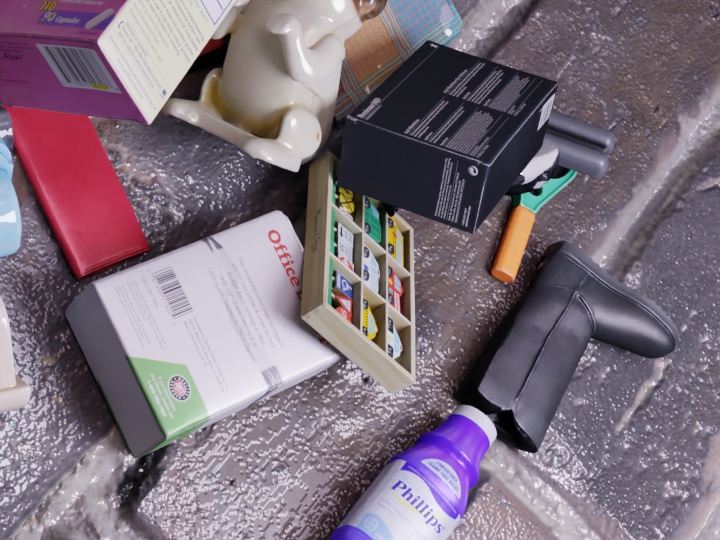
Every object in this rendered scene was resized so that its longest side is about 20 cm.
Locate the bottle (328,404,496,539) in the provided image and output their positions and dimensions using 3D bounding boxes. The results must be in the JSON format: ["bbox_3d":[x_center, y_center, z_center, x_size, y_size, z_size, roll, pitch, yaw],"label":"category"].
[{"bbox_3d":[0.052,0.205,1.555,0.084,0.065,0.200,45,58,-4],"label":"bottle"}]

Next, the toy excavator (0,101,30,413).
[{"bbox_3d":[-0.318,-0.009,1.414,0.099,0.195,0.200,-11,48,-30],"label":"toy excavator"}]

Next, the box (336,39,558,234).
[{"bbox_3d":[0.082,-0.128,1.614,0.140,0.079,0.200,22,34,14],"label":"box"}]

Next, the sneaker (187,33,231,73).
[{"bbox_3d":[-0.200,-0.227,1.588,0.200,0.067,0.109,-24,83,-36],"label":"sneaker"}]

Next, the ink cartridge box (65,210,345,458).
[{"bbox_3d":[-0.130,0.053,1.506,0.199,0.084,0.147,-22,82,-33],"label":"ink cartridge box"}]

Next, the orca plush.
[{"bbox_3d":[0.102,-0.074,1.682,0.199,0.105,0.072,-19,125,-36],"label":"orca plush"}]

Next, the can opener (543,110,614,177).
[{"bbox_3d":[0.159,-0.154,1.728,0.198,0.067,0.054,20,65,2],"label":"can opener"}]

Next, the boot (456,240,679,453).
[{"bbox_3d":[0.203,0.093,1.675,0.164,0.066,0.201,35,56,-2],"label":"boot"}]

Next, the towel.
[{"bbox_3d":[0.010,-0.252,1.708,0.200,0.022,0.147,-41,111,-33],"label":"towel"}]

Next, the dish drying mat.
[{"bbox_3d":[-0.260,-0.094,1.534,0.076,0.018,0.201,-23,84,-32],"label":"dish drying mat"}]

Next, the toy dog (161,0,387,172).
[{"bbox_3d":[-0.053,-0.198,1.567,0.193,0.139,0.201,15,102,-50],"label":"toy dog"}]

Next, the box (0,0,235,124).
[{"bbox_3d":[-0.214,-0.236,1.481,0.201,0.175,0.097,-59,140,-28],"label":"box"}]

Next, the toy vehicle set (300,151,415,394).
[{"bbox_3d":[0.000,0.000,1.563,0.124,0.026,0.201,41,33,-32],"label":"toy vehicle set"}]

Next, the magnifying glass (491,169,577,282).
[{"bbox_3d":[0.171,-0.076,1.750,0.079,0.022,0.201,30,61,-15],"label":"magnifying glass"}]
